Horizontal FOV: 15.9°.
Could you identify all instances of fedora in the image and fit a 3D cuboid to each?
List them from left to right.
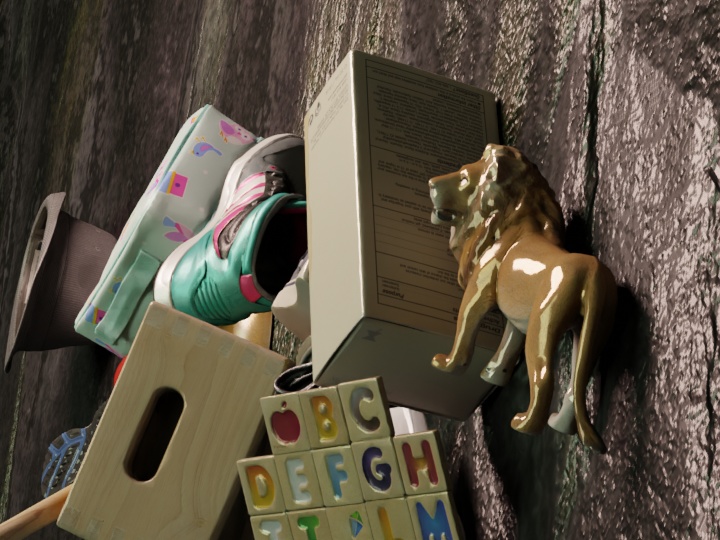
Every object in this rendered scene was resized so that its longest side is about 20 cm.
[{"bbox_3d":[-0.287,0.019,2.537,0.200,0.090,0.178,-101,28,-65],"label":"fedora"}]

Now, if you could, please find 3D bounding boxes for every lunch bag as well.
[{"bbox_3d":[-0.152,-0.021,2.067,0.200,0.077,0.161,-57,6,47],"label":"lunch bag"}]

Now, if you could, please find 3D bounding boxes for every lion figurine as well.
[{"bbox_3d":[0.095,0.012,1.352,0.200,0.072,0.123,33,104,57],"label":"lion figurine"}]

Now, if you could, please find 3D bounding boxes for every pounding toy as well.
[{"bbox_3d":[-0.135,0.130,1.693,0.201,0.141,0.184,-66,-13,-4],"label":"pounding toy"}]

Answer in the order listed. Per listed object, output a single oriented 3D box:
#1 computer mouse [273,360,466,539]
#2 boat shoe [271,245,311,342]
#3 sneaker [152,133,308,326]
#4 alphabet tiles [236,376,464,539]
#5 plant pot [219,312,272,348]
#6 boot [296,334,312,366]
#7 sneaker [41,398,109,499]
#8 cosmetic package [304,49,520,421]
[{"bbox_3d":[0.012,0.111,1.494,0.109,0.044,0.201,-27,51,13],"label":"computer mouse"},{"bbox_3d":[0.000,0.000,1.671,0.093,0.074,0.200,-54,2,-13],"label":"boat shoe"},{"bbox_3d":[-0.053,-0.035,1.824,0.120,0.084,0.200,-8,35,38],"label":"sneaker"},{"bbox_3d":[0.000,0.163,1.445,0.166,0.006,0.201,-12,92,47],"label":"alphabet tiles"},{"bbox_3d":[-0.112,0.074,2.037,0.200,0.027,0.202,-169,90,-74],"label":"plant pot"},{"bbox_3d":[-0.015,0.159,1.592,0.182,0.072,0.201,99,177,-49],"label":"boot"},{"bbox_3d":[-0.195,0.156,2.187,0.200,0.077,0.076,-22,56,54],"label":"sneaker"},{"bbox_3d":[0.027,-0.022,1.501,0.073,0.103,0.201,-52,30,45],"label":"cosmetic package"}]
